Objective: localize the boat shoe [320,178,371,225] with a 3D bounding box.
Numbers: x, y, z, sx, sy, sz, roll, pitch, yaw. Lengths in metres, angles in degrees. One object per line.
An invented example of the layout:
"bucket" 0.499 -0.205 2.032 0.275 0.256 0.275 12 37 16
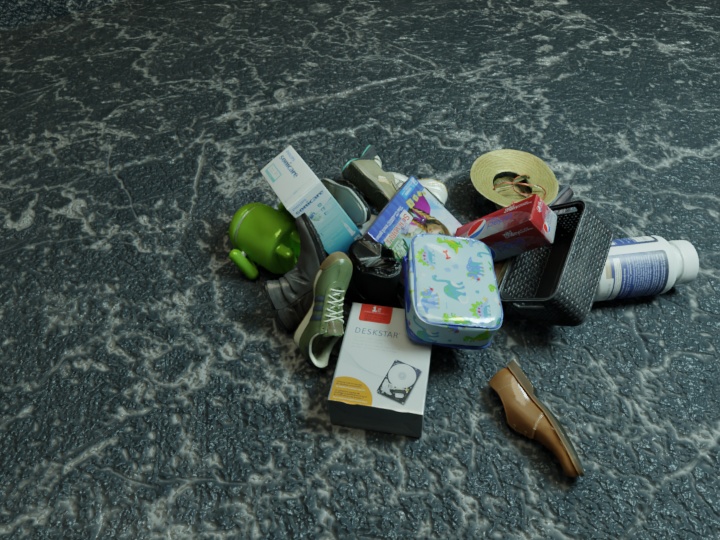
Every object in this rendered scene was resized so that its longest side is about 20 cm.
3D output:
"boat shoe" -0.025 -0.162 1.209 0.060 0.077 0.200 -8 36 -32

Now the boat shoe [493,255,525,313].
"boat shoe" 0.240 0.049 1.016 0.067 0.072 0.200 9 47 49

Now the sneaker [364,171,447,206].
"sneaker" 0.097 -0.167 1.219 0.197 0.076 0.089 5 53 14

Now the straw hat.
"straw hat" 0.338 -0.176 1.203 0.197 0.086 0.203 -2 51 2

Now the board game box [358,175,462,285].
"board game box" 0.120 -0.058 1.060 0.199 0.041 0.201 43 53 -8

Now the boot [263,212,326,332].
"boot" -0.121 0.006 0.983 0.130 0.203 0.070 -17 5 1

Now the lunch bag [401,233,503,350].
"lunch bag" 0.150 0.031 0.917 0.158 0.083 0.202 6 51 -7

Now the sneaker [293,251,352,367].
"sneaker" -0.050 0.077 0.919 0.066 0.202 0.090 8 26 -36

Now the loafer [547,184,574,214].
"loafer" 0.409 -0.108 1.158 0.063 0.072 0.200 46 64 5

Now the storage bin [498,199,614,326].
"storage bin" 0.352 -0.011 0.961 0.135 0.093 0.202 -6 55 60

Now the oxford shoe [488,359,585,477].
"oxford shoe" 0.273 0.241 0.838 0.071 0.071 0.201 -37 49 7

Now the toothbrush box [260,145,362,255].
"toothbrush box" -0.095 -0.133 1.084 0.085 0.200 0.147 -39 51 1

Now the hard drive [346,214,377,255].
"hard drive" 0.073 -0.056 1.147 0.197 0.027 0.133 15 49 17

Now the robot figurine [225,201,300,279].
"robot figurine" -0.192 -0.069 1.114 0.198 0.116 0.176 28 66 28

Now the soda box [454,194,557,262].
"soda box" 0.262 -0.067 0.997 0.070 0.199 0.064 39 57 -21

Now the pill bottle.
"pill bottle" 0.519 -0.006 1.011 0.196 0.112 0.112 -6 46 -2

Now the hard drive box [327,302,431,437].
"hard drive box" 0.040 0.163 0.906 0.153 0.077 0.202 6 47 8

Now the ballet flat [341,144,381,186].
"ballet flat" 0.012 -0.251 1.304 0.072 0.074 0.200 11 27 13

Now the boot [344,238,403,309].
"boot" 0.000 0.000 0.998 0.199 0.169 0.076 34 61 31

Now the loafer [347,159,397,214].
"loafer" 0.054 -0.176 1.167 0.068 0.076 0.201 -33 74 -25
